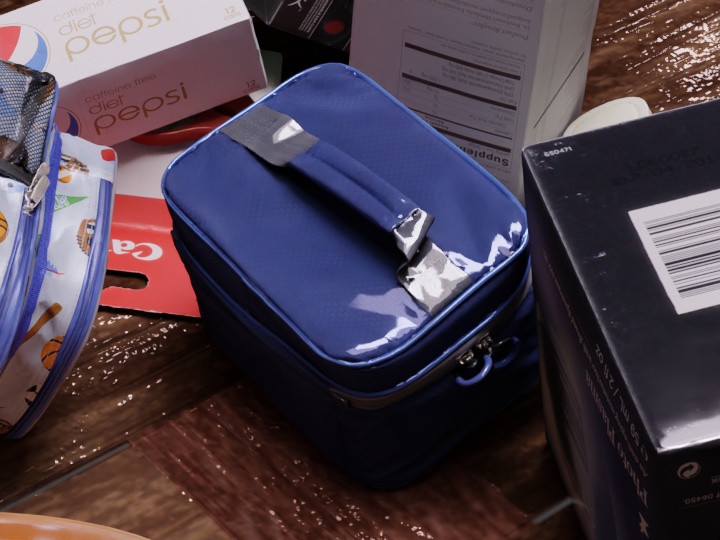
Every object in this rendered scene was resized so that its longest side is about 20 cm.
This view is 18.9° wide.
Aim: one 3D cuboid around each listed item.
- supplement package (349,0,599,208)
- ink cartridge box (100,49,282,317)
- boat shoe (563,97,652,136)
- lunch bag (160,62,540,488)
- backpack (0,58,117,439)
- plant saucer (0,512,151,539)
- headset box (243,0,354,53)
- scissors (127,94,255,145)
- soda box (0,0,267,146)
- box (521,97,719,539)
[{"bbox_3d":[0.063,-0.125,1.204,0.109,0.201,0.114,19,41,16],"label":"supplement package"},{"bbox_3d":[-0.137,-0.061,1.232,0.160,0.050,0.200,7,38,3],"label":"ink cartridge box"},{"bbox_3d":[0.138,-0.018,1.169,0.072,0.060,0.202,-17,30,22],"label":"boat shoe"},{"bbox_3d":[0.000,0.000,1.080,0.136,0.133,0.200,-39,54,-17],"label":"lunch bag"},{"bbox_3d":[-0.209,0.006,1.053,0.153,0.200,0.191,21,45,-11],"label":"backpack"},{"bbox_3d":[-0.167,0.147,0.934,0.199,0.038,0.200,5,8,-1],"label":"plant saucer"},{"bbox_3d":[-0.008,-0.191,1.320,0.200,0.075,0.149,13,26,-48],"label":"headset box"},{"bbox_3d":[-0.045,-0.079,1.222,0.199,0.014,0.073,18,56,12],"label":"scissors"},{"bbox_3d":[-0.158,-0.109,1.201,0.199,0.064,0.068,-21,56,-5],"label":"soda box"},{"bbox_3d":[0.158,0.066,0.980,0.123,0.199,0.200,-14,43,-4],"label":"box"}]
